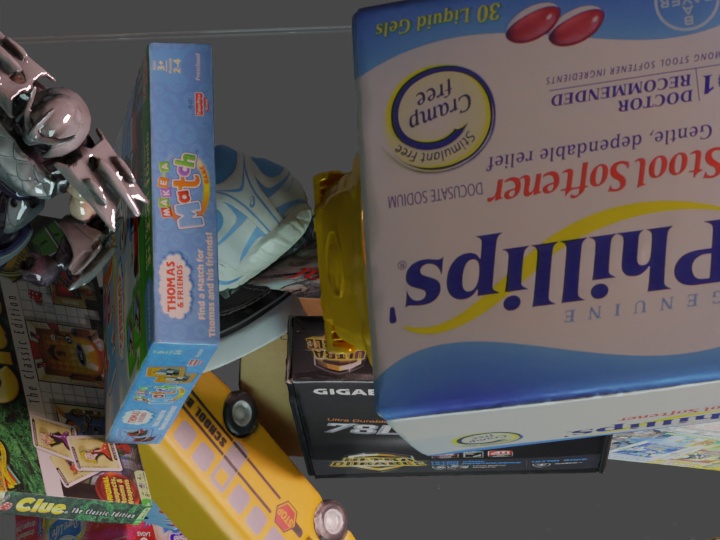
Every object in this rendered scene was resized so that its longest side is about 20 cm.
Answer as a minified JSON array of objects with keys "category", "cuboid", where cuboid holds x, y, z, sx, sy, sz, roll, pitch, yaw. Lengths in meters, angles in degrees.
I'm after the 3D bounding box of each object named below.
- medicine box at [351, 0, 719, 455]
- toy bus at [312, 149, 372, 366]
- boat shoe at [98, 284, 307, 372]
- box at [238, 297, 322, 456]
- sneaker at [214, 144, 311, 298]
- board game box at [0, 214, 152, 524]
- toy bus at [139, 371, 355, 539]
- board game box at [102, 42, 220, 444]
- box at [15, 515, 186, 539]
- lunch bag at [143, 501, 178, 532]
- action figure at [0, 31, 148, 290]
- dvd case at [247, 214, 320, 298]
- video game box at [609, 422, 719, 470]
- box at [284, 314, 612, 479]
[{"category":"medicine box","cuboid":[0.099,-0.027,0.995,0.181,0.201,0.103,-8,162,14]},{"category":"toy bus","cuboid":[0.068,-0.009,1.187,0.199,0.137,0.192,-5,179,-19]},{"category":"boat shoe","cuboid":[-0.120,0.026,1.339,0.199,0.068,0.072,-10,-163,44]},{"category":"box","cuboid":[0.018,0.076,1.423,0.199,0.021,0.164,3,142,-3]},{"category":"sneaker","cuboid":[-0.070,-0.031,1.202,0.072,0.073,0.200,-36,179,-11]},{"category":"board game box","cuboid":[-0.183,0.048,1.191,0.104,0.201,0.023,7,138,-33]},{"category":"toy bus","cuboid":[-0.089,0.141,1.426,0.065,0.078,0.200,-8,128,46]},{"category":"board game box","cuboid":[-0.105,-0.007,1.101,0.036,0.152,0.200,1,162,-12]},{"category":"box","cuboid":[-0.221,0.228,1.909,0.095,0.100,0.200,10,159,-36]},{"category":"lunch bag","cuboid":[-0.227,0.122,1.629,0.199,0.095,0.151,10,161,2]},{"category":"action figure","cuboid":[-0.172,-0.045,1.041,0.069,0.131,0.200,-31,179,-27]},{"category":"dvd case","cuboid":[0.000,0.000,1.362,0.145,0.022,0.200,8,158,-32]},{"category":"video game box","cuboid":[0.286,0.119,1.755,0.199,0.047,0.182,9,157,-34]},{"category":"box","cuboid":[0.058,0.081,1.330,0.199,0.050,0.199,0,160,2]}]
